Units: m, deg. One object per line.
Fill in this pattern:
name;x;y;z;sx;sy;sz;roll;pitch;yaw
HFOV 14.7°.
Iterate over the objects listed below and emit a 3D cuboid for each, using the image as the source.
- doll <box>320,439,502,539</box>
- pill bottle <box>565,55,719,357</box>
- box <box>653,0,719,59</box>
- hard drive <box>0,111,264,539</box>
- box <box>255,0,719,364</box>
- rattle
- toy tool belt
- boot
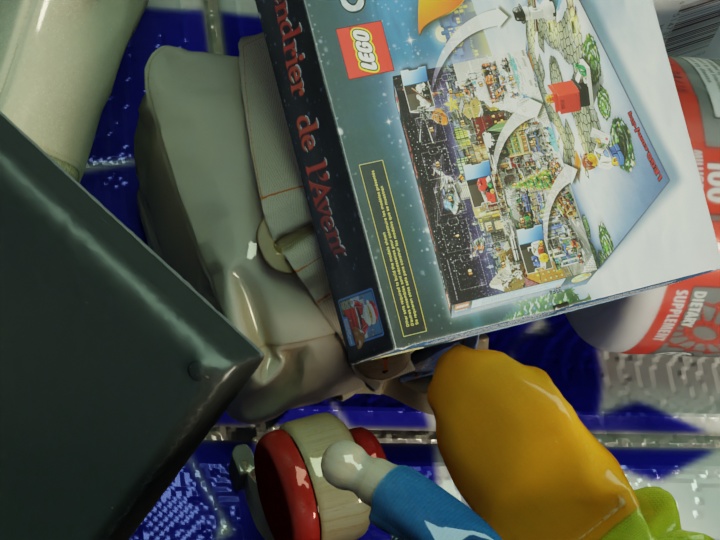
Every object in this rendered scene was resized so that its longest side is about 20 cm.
doll;0.001;0.118;0.879;0.199;0.049;0.137;-8;60;-2
pill bottle;0.184;-0.022;1.091;0.199;0.116;0.116;3;56;-16
box;0.085;-0.175;1.157;0.097;0.125;0.200;-19;64;-26
hard drive;-0.146;0.017;0.951;0.200;0.140;0.033;42;21;13
box;0.037;-0.080;0.969;0.136;0.038;0.201;-13;86;-26
rattle;0.132;0.090;1.000;0.199;0.130;0.143;-16;51;-30
toy tool belt;0.000;0.000;1.016;0.123;0.125;0.200;-14;62;-16
boot;-0.116;-0.088;1.055;0.072;0.200;0.155;16;93;1
